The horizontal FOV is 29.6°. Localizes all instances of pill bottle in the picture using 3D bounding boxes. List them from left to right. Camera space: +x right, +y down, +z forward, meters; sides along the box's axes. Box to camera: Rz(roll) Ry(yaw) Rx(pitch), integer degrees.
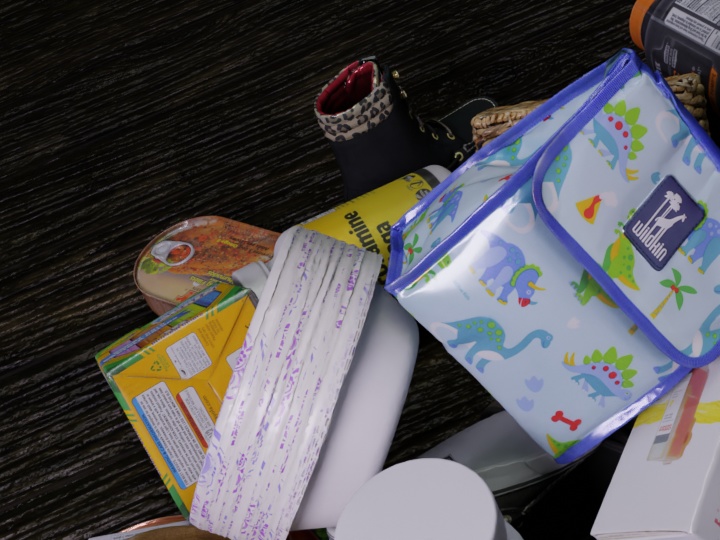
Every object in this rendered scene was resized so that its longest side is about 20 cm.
[{"bbox_3d":[0.000,0.000,1.130,0.199,0.113,0.113,-25,39,-12],"label":"pill bottle"},{"bbox_3d":[0.057,0.212,0.803,0.115,0.201,0.116,-12,40,11],"label":"pill bottle"},{"bbox_3d":[0.327,-0.197,1.224,0.106,0.107,0.200,-30,39,-11],"label":"pill bottle"}]

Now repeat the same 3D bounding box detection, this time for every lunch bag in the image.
[{"bbox_3d":[0.140,-0.010,0.830,0.200,0.170,0.128,-40,17,17],"label":"lunch bag"}]

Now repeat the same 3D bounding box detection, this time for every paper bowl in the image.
[{"bbox_3d":[-0.029,0.081,0.867,0.103,0.202,0.202,18,46,-2],"label":"paper bowl"}]

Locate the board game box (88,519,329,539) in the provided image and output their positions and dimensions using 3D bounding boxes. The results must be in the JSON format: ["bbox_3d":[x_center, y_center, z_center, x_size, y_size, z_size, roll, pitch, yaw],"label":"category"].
[{"bbox_3d":[-0.083,0.231,0.934,0.198,0.045,0.135,-10,40,-5],"label":"board game box"}]

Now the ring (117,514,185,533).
[{"bbox_3d":[-0.153,0.262,0.986,0.198,0.019,0.201,-13,40,11],"label":"ring"}]

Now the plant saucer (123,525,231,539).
[{"bbox_3d":[-0.080,0.205,0.822,0.198,0.036,0.200,17,15,-5],"label":"plant saucer"}]

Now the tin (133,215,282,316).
[{"bbox_3d":[-0.121,0.009,1.247,0.199,0.042,0.112,17,49,37],"label":"tin"}]

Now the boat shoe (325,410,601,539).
[{"bbox_3d":[0.076,0.150,0.909,0.198,0.064,0.071,-24,22,-1],"label":"boat shoe"}]

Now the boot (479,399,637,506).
[{"bbox_3d":[0.200,0.087,0.992,0.199,0.070,0.174,23,49,33],"label":"boot"}]

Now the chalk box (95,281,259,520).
[{"bbox_3d":[-0.124,0.092,1.057,0.123,0.126,0.200,-31,7,-12],"label":"chalk box"}]

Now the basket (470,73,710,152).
[{"bbox_3d":[0.206,-0.081,1.181,0.198,0.151,0.143,-10,8,15],"label":"basket"}]

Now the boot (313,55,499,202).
[{"bbox_3d":[0.049,-0.134,1.239,0.203,0.155,0.073,-42,43,-23],"label":"boot"}]

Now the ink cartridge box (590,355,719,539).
[{"bbox_3d":[0.246,0.119,0.840,0.083,0.145,0.201,-19,36,54],"label":"ink cartridge box"}]
